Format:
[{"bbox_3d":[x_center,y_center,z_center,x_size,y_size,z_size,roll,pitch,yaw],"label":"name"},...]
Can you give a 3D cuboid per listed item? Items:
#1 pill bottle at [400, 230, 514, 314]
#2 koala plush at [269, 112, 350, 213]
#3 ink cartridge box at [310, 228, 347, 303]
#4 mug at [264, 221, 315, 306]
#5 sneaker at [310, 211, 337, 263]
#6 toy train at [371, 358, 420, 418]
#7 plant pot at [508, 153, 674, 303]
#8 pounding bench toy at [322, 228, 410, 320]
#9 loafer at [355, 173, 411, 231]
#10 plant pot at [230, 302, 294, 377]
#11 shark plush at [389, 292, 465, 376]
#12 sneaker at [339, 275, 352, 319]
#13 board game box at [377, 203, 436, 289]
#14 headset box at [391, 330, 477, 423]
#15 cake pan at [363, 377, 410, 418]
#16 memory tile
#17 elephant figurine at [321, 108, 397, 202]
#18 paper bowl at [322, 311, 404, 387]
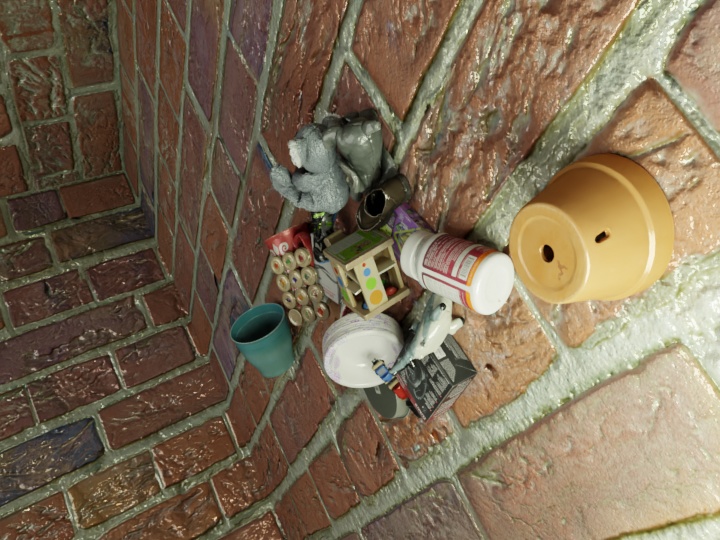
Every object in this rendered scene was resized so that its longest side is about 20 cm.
[{"bbox_3d":[0.169,-0.004,1.098,0.198,0.108,0.112,26,129,46],"label":"pill bottle"},{"bbox_3d":[-0.097,-0.248,1.366,0.184,0.176,0.202,44,153,24],"label":"koala plush"},{"bbox_3d":[-0.066,0.004,1.581,0.115,0.066,0.205,30,131,49],"label":"ink cartridge box"},{"bbox_3d":[-0.170,-0.014,1.675,0.178,0.131,0.204,-103,-10,-88],"label":"mug"},{"bbox_3d":[-0.095,-0.107,1.474,0.083,0.069,0.204,45,-143,-53],"label":"sneaker"},{"bbox_3d":[0.089,0.275,1.409,0.201,0.034,0.046,49,-173,-24],"label":"toy train"},{"bbox_3d":[0.298,-0.044,0.831,0.199,0.138,0.205,38,137,46],"label":"plant pot"},{"bbox_3d":[0.000,0.000,1.376,0.199,0.123,0.159,32,147,58],"label":"pounding bench toy"},{"bbox_3d":[0.030,-0.138,1.265,0.074,0.070,0.200,64,150,11],"label":"loafer"},{"bbox_3d":[-0.314,0.248,2.061,0.199,0.198,0.191,26,145,52],"label":"plant pot"},{"bbox_3d":[0.131,0.130,1.230,0.083,0.090,0.203,39,106,46],"label":"shark plush"},{"bbox_3d":[-0.015,0.054,1.522,0.075,0.079,0.204,-124,36,-52],"label":"sneaker"},{"bbox_3d":[0.097,-0.072,1.286,0.201,0.032,0.122,51,149,32],"label":"board game box"},{"bbox_3d":[0.152,0.222,1.318,0.150,0.076,0.202,56,149,26],"label":"headset box"},{"bbox_3d":[0.057,0.294,1.571,0.200,0.036,0.205,39,139,45],"label":"cake pan"},{"bbox_3d":[-0.165,0.047,1.630,0.151,0.017,0.205,-12,102,39],"label":"memory tile"},{"bbox_3d":[0.010,-0.222,1.276,0.138,0.156,0.204,-9,117,18],"label":"elephant figurine"},{"bbox_3d":[0.007,0.175,1.433,0.106,0.195,0.204,-98,12,-48],"label":"paper bowl"}]
